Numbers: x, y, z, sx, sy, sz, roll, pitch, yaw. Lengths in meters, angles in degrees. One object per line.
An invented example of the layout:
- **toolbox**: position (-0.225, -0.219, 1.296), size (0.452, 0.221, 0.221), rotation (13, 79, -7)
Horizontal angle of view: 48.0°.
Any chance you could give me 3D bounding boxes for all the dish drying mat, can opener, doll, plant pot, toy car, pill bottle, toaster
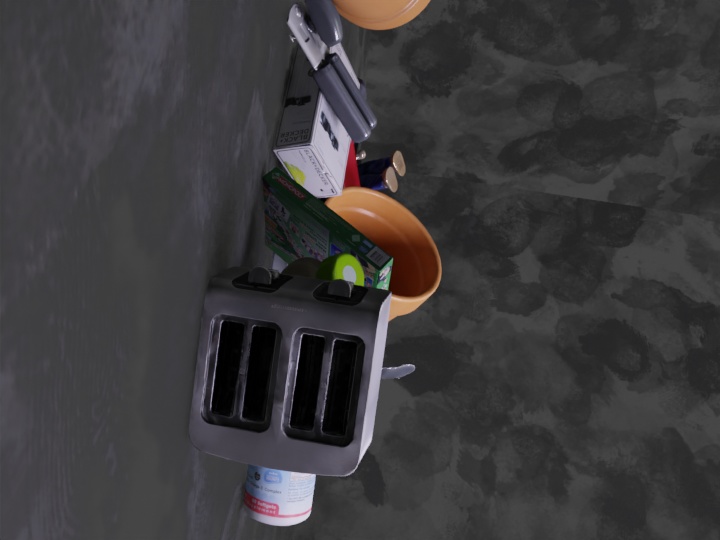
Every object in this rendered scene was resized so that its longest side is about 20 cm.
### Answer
- **dish drying mat**: position (-0.019, -0.150, 1.286), size (0.077, 0.018, 0.206), rotation (-31, 115, -67)
- **can opener**: position (-0.033, -0.263, 1.060), size (0.202, 0.065, 0.053), rotation (60, 40, -27)
- **doll**: position (-0.019, -0.164, 1.387), size (0.049, 0.196, 0.138), rotation (58, 44, -37)
- **plant pot**: position (0.000, 0.000, 1.186), size (0.140, 0.197, 0.203), rotation (-49, -159, 40)
- **toy car**: position (-0.026, 0.092, 0.994), size (0.162, 0.198, 0.162), rotation (-17, -127, 41)
- **pill bottle**: position (-0.116, 0.273, 1.236), size (0.109, 0.106, 0.206), rotation (-67, 165, -85)
- **toaster**: position (-0.070, 0.102, 0.805), size (0.119, 0.176, 0.206), rotation (-13, 112, -83)
- **plant pot**: position (0.010, -0.452, 1.139), size (0.140, 0.195, 0.206), rotation (-28, 128, -68)

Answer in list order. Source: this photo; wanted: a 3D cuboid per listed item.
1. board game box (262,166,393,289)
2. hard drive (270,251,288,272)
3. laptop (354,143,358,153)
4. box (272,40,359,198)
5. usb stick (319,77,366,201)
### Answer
- **board game box**: position (-0.046, -0.025, 1.022), size (0.029, 0.199, 0.136), rotation (-40, 157, -28)
- **hard drive**: position (-0.114, -0.032, 1.293), size (0.200, 0.026, 0.136), rotation (94, 4, -81)
- **laptop**: position (-0.050, -0.229, 1.260), size (0.202, 0.100, 0.181), rotation (100, -2, -55)
- **box**: position (-0.058, -0.218, 1.135), size (0.117, 0.059, 0.205), rotation (55, 37, -54)
- **usb stick**: position (-0.030, -0.198, 1.218), size (0.056, 0.032, 0.204), rotation (70, 34, -61)
